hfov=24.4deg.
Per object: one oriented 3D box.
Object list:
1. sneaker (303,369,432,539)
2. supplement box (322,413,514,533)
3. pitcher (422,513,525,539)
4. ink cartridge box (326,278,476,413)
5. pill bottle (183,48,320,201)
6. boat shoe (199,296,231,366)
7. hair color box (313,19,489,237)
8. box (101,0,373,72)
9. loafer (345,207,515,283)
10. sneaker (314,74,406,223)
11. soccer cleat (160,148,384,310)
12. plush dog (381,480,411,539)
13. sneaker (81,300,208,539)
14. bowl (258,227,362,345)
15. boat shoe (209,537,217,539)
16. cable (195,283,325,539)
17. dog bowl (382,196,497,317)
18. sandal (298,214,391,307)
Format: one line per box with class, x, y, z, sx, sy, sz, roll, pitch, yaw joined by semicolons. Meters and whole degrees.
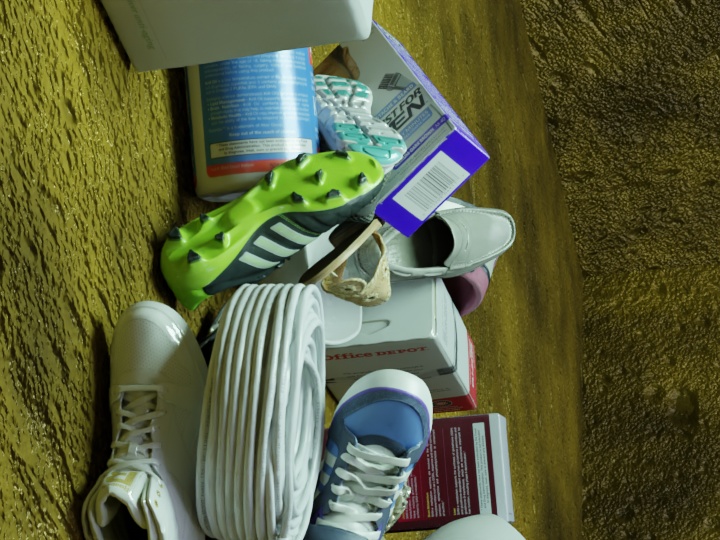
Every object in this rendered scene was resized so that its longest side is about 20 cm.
sneaker;-0.001;0.189;1.301;0.147;0.080;0.200;-84;-164;-46
supplement box;0.047;0.204;1.650;0.061;0.200;0.109;41;45;-76
pitcher;0.061;0.317;1.565;0.121;0.200;0.172;58;-19;-18
ink cartridge box;0.033;0.081;1.766;0.200;0.144;0.084;59;27;-60
pill bottle;-0.095;-0.164;1.428;0.112;0.112;0.200;5;80;-76
boat shoe;-0.109;0.079;1.363;0.200;0.074;0.060;-70;156;-44
hair color box;0.025;-0.137;1.558;0.065;0.109;0.200;35;15;-42
box;-0.103;-0.287;1.273;0.199;0.200;0.171;69;18;-48
loafer;0.079;-0.025;1.639;0.200;0.070;0.070;-16;91;-33
sneaker;-0.023;-0.110;1.488;0.200;0.077;0.091;-114;-146;-58
soccer cleat;-0.071;-0.035;1.360;0.068;0.200;0.081;55;-16;31
plush dog;-0.043;0.228;1.486;0.172;0.160;0.200;48;17;-37
sneaker;-0.150;0.125;1.165;0.116;0.074;0.200;-27;111;-78
bowl;-0.060;-0.026;1.589;0.200;0.075;0.200;-1;85;-76
boat shoe;-0.088;0.153;1.404;0.063;0.073;0.200;72;23;-49
cable;-0.069;0.107;1.238;0.200;0.069;0.200;-71;164;-63
dog bowl;0.050;-0.008;1.768;0.200;0.200;0.074;59;32;-59
sandal;0.005;-0.003;1.494;0.070;0.078;0.212;52;16;-8
